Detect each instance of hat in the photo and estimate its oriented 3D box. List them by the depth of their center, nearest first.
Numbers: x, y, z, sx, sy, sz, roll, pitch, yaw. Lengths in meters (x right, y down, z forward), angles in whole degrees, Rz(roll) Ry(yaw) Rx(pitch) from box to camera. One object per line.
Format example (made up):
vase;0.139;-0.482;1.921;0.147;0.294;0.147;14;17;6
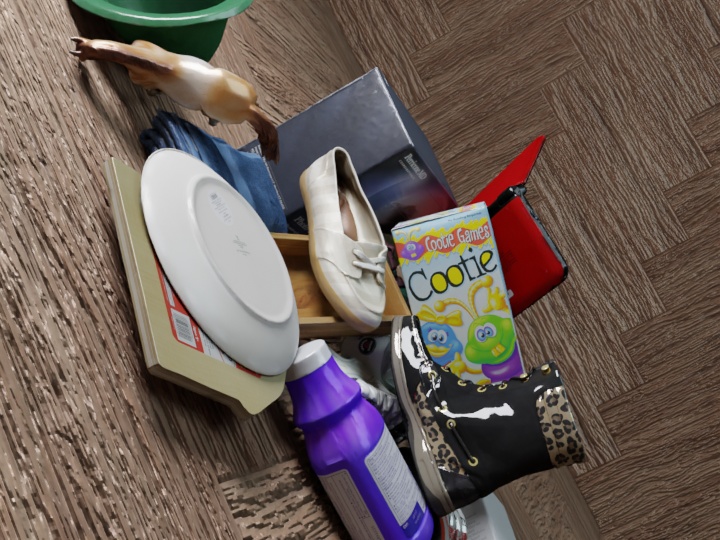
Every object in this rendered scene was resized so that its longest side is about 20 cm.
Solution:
hat;-0.187;-0.205;0.871;0.165;0.200;0.176;35;-45;28

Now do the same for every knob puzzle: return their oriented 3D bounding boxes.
knob puzzle;-0.119;0.028;0.668;0.220;0.030;0.220;54;15;-22

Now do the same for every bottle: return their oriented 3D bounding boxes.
bottle;-0.006;0.157;0.755;0.200;0.065;0.084;62;19;-10

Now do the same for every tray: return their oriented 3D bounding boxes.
tray;-0.040;0.016;0.856;0.200;0.037;0.099;1;58;-48

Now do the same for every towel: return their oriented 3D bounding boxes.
towel;-0.131;-0.079;0.843;0.112;0.048;0.200;65;12;13

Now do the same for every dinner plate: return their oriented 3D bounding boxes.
dinner plate;-0.100;-0.012;0.694;0.200;0.024;0.200;53;17;-25

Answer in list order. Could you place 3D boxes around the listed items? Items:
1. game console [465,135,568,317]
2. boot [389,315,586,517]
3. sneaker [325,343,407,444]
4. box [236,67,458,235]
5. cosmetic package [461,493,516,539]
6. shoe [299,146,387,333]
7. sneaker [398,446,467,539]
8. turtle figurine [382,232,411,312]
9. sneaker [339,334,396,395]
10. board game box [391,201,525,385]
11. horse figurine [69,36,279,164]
game console;0.173;-0.032;1.053;0.118;0.200;0.173;-19;73;-38
boot;0.113;0.115;0.819;0.073;0.150;0.200;60;14;-53
sneaker;0.001;0.129;0.885;0.081;0.075;0.200;58;7;34
box;-0.011;-0.110;1.063;0.124;0.198;0.200;66;13;24
cosmetic package;0.144;0.340;0.995;0.102;0.074;0.200;53;12;-36
shoe;-0.013;-0.034;0.854;0.070;0.053;0.200;13;49;-42
sneaker;0.070;0.268;0.848;0.108;0.067;0.202;54;11;-24
turtle figurine;0.000;0.000;1.023;0.149;0.101;0.200;24;23;18
sneaker;0.030;0.127;0.992;0.074;0.088;0.200;-64;152;-30
board game box;0.109;0.037;0.948;0.105;0.103;0.201;-43;120;-80
horse figurine;-0.151;-0.161;0.781;0.200;0.050;0.133;25;-2;-13
